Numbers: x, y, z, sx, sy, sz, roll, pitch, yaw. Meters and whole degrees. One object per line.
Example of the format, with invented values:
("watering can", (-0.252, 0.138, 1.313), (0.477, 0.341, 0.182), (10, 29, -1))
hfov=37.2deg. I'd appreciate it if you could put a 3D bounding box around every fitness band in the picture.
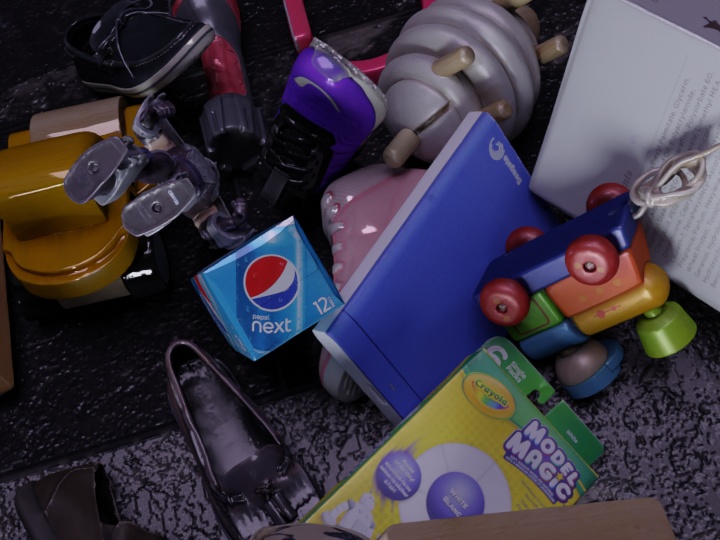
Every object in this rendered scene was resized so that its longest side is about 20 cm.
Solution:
("fitness band", (0.001, -0.250, 0.973), (0.142, 0.038, 0.202), (-12, 59, -1))

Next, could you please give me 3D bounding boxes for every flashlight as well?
("flashlight", (-0.125, -0.179, 0.927), (0.067, 0.068, 0.202), (-2, 53, -17))

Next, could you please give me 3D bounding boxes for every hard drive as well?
("hard drive", (0.064, 0.007, 0.754), (0.025, 0.132, 0.201), (8, 55, 50))

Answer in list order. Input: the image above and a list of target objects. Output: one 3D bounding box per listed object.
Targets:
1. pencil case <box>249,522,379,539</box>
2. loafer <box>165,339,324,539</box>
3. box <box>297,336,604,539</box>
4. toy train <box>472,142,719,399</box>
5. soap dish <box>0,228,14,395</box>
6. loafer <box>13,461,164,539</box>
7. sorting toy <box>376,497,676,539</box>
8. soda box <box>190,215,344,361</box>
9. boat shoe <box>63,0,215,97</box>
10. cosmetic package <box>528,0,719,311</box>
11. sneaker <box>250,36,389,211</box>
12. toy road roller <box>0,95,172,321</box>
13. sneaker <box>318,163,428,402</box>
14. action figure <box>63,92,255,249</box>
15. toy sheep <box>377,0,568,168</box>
("pencil case", (-0.040, 0.244, 0.610), (0.088, 0.078, 0.203), (10, 90, 18))
("loafer", (-0.083, 0.130, 0.739), (0.071, 0.063, 0.200), (-33, 60, -11))
("box", (0.063, 0.144, 0.694), (0.200, 0.048, 0.117), (-42, 87, -17))
("toy train", (0.181, 0.006, 0.694), (0.199, 0.116, 0.085), (-29, 17, 37))
("soap dish", (-0.361, 0.021, 0.841), (0.155, 0.082, 0.202), (-16, 59, -1))
("loafer", (-0.158, 0.200, 0.703), (0.071, 0.073, 0.200), (-37, 60, -11))
("sorting toy", (0.110, 0.241, 0.595), (0.198, 0.070, 0.201), (2, 56, -28))
("soda box", (-0.070, 0.013, 0.728), (0.067, 0.200, 0.065), (-32, 94, -10))
("boat shoe", (-0.193, -0.190, 0.901), (0.199, 0.062, 0.075), (11, 54, 50))
("cosmetic package", (0.254, -0.099, 0.734), (0.199, 0.166, 0.164), (36, 44, 25))
("sneaker", (-0.039, -0.092, 0.797), (0.069, 0.200, 0.100), (38, 77, 5))
("toy road roller", (-0.224, -0.070, 0.834), (0.121, 0.147, 0.202), (-12, 58, 2))
("sneaker", (0.000, 0.000, 0.800), (0.104, 0.076, 0.201), (21, 62, 23))
("action figure", (-0.134, -0.066, 0.784), (0.069, 0.200, 0.130), (-44, 91, 12))
("toy sheep", (0.079, -0.149, 0.840), (0.137, 0.139, 0.200), (30, 54, 24))
